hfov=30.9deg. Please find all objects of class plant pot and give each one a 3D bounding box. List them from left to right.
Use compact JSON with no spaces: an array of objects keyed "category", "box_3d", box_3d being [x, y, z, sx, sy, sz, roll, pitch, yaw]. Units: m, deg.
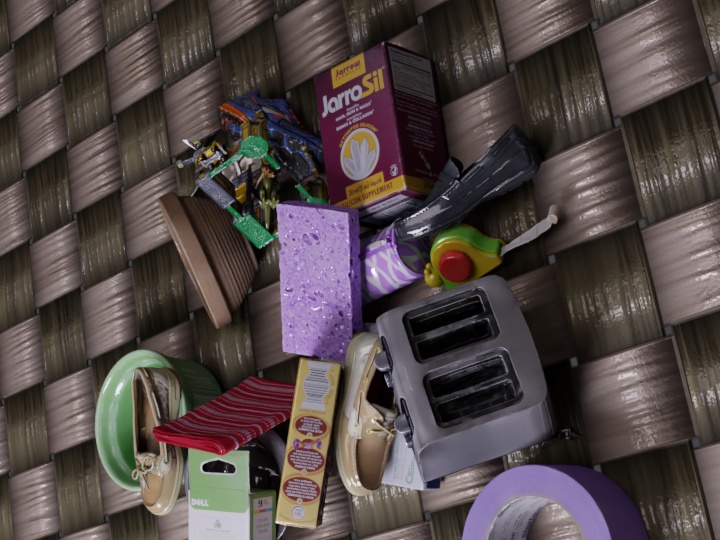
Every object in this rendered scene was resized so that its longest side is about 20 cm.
[{"category":"plant pot","box_3d":[-0.204,-0.027,1.837,0.092,0.201,0.202,-24,59,-10]}]

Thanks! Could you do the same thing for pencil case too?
[{"category":"pencil case","box_3d":[0.000,0.000,1.685,0.199,0.085,0.085,-27,67,36]}]

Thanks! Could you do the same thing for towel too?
[{"category":"towel","box_3d":[-0.161,0.189,1.726,0.144,0.199,0.023,5,112,42]}]

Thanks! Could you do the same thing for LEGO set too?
[{"category":"LEGO set","box_3d":[-0.138,-0.138,1.770,0.153,0.199,0.116,-38,36,24]}]

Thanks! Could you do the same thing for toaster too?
[{"category":"toaster","box_3d":[0.126,0.124,1.492,0.198,0.119,0.182,-19,60,2]}]

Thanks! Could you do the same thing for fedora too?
[{"category":"fedora","box_3d":[-0.142,0.287,1.758,0.198,0.090,0.179,5,88,34]}]

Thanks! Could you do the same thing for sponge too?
[{"category":"sponge","box_3d":[-0.051,0.015,1.656,0.111,0.030,0.202,9,110,31]}]

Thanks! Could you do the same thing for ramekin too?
[{"category":"ramekin","box_3d":[-0.286,0.218,1.892,0.199,0.097,0.202,-8,78,40]}]

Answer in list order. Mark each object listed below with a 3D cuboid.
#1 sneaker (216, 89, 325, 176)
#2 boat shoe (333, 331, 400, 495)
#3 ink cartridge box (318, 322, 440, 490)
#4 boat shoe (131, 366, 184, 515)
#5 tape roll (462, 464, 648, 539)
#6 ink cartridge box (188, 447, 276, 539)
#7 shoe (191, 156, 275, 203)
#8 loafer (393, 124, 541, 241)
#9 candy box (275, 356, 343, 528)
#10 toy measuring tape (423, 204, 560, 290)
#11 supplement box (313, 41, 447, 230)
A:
[{"category":"sneaker","box_3d":[-0.109,-0.202,1.820,0.199,0.076,0.078,31,63,25]},{"category":"boat shoe","box_3d":[0.015,0.174,1.596,0.066,0.074,0.202,-6,79,46]},{"category":"ink cartridge box","box_3d":[0.025,0.169,1.665,0.199,0.040,0.202,3,85,42]},{"category":"boat shoe","box_3d":[-0.287,0.232,1.782,0.073,0.062,0.202,-14,74,37]},{"category":"tape roll","box_3d":[0.215,0.317,1.447,0.199,0.085,0.202,-7,79,41]},{"category":"ink cartridge box","box_3d":[-0.165,0.329,1.677,0.103,0.059,0.202,-2,88,35]},{"category":"shoe","box_3d":[-0.195,-0.118,1.895,0.200,0.053,0.070,-40,59,30]},{"category":"loafer","box_3d":[0.121,-0.104,1.575,0.200,0.068,0.071,-31,99,14]},{"category":"candy box","box_3d":[-0.062,0.215,1.616,0.056,0.117,0.202,7,81,2]},{"category":"toy measuring tape","box_3d":[0.145,-0.038,1.569,0.199,0.073,0.074,-35,62,35]},{"category":"supplement box","box_3d":[0.029,-0.170,1.675,0.130,0.103,0.202,-22,69,38]}]
